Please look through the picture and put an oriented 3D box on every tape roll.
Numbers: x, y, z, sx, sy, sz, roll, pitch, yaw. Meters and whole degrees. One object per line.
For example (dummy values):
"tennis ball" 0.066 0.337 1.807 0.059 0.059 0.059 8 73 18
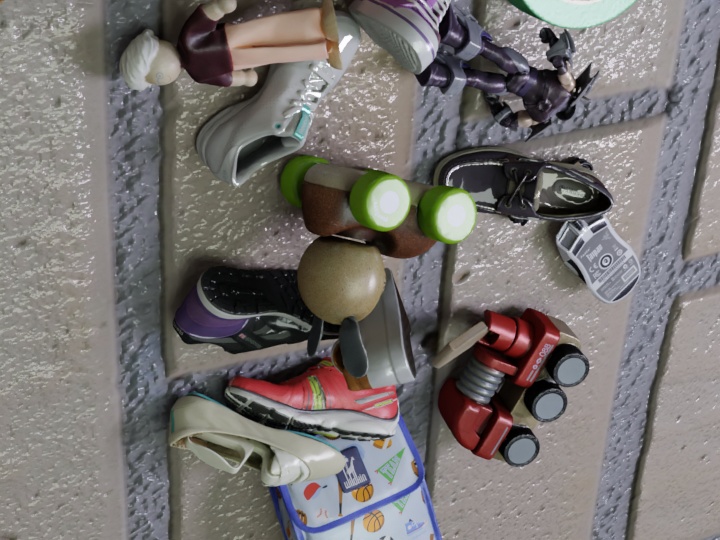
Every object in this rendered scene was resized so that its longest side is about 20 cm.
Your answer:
"tape roll" 0.218 -0.342 1.437 0.200 0.048 0.201 -12 118 -24

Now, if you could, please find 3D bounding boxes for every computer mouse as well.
"computer mouse" 0.253 -0.038 1.671 0.110 0.044 0.200 -43 125 -5

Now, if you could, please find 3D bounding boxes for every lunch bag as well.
"lunch bag" -0.010 0.265 1.667 0.170 0.124 0.201 -21 111 -16

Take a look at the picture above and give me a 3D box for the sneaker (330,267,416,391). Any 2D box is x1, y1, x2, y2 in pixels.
"sneaker" 0.007 0.059 1.510 0.084 0.200 0.073 -18 113 8

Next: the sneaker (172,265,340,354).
"sneaker" -0.104 0.048 1.517 0.200 0.076 0.088 12 137 -38

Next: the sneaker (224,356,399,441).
"sneaker" -0.053 0.135 1.595 0.199 0.077 0.085 12 71 -19

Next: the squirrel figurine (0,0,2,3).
"squirrel figurine" -0.311 -0.309 1.139 0.200 0.141 0.187 25 95 -53

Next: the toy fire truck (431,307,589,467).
"toy fire truck" 0.142 0.124 1.669 0.200 0.129 0.176 22 108 -25

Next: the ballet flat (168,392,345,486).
"ballet flat" -0.113 0.196 1.552 0.199 0.070 0.070 21 109 -11

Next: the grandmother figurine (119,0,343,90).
"grandmother figurine" -0.119 -0.201 1.313 0.199 0.061 0.121 -11 138 -1

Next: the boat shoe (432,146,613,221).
"boat shoe" 0.178 -0.089 1.555 0.199 0.065 0.072 7 99 -18

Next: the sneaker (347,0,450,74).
"sneaker" 0.055 -0.249 1.322 0.114 0.201 0.073 -38 114 4

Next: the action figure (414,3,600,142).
"action figure" 0.154 -0.200 1.478 0.200 0.069 0.130 20 127 -27

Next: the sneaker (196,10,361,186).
"sneaker" -0.064 -0.156 1.383 0.200 0.089 0.075 -46 129 4

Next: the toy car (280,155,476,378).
"toy car" 0.000 0.000 1.434 0.157 0.164 0.201 10 95 -33
